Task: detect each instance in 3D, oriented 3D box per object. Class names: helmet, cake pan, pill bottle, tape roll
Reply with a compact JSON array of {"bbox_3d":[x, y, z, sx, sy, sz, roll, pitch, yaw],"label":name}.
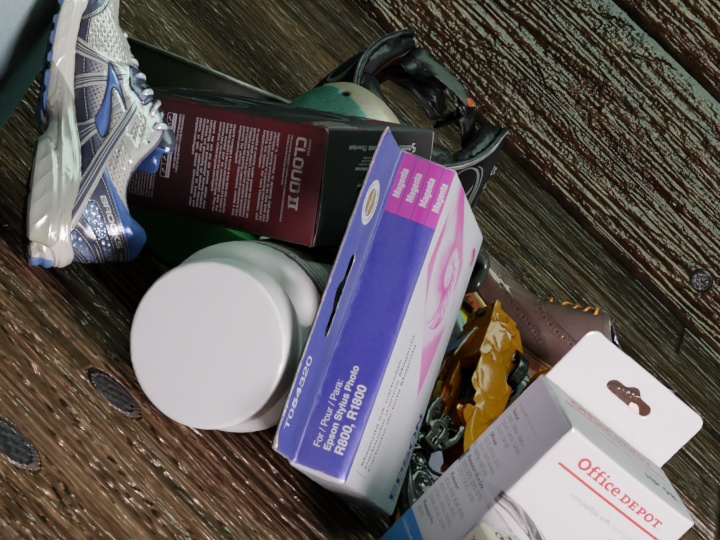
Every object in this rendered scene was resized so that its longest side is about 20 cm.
[{"bbox_3d":[0.021,-0.099,1.712,0.198,0.191,0.202,15,52,-20],"label":"helmet"},{"bbox_3d":[-0.135,-0.152,1.582,0.199,0.037,0.200,22,2,-1],"label":"cake pan"},{"bbox_3d":[-0.062,0.038,1.158,0.114,0.114,0.200,45,12,9],"label":"pill bottle"},{"bbox_3d":[-0.146,-0.072,1.408,0.200,0.048,0.201,42,12,-11],"label":"tape roll"}]

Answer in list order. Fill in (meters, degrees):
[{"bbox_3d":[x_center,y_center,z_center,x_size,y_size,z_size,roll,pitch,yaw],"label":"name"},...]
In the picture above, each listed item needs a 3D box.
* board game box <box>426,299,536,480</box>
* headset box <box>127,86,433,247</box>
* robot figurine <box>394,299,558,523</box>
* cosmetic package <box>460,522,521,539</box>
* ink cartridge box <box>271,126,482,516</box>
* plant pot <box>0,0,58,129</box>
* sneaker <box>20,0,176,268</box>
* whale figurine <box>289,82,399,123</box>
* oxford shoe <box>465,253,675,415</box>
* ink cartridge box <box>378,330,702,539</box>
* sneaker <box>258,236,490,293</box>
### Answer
[{"bbox_3d":[0.102,0.116,1.450,0.200,0.103,0.105,38,13,-24],"label":"board game box"},{"bbox_3d":[-0.057,-0.068,1.220,0.198,0.078,0.148,11,9,28],"label":"headset box"},{"bbox_3d":[0.087,0.128,1.293,0.145,0.058,0.201,40,50,-19],"label":"robot figurine"},{"bbox_3d":[0.093,0.243,1.002,0.071,0.105,0.200,30,17,-42],"label":"cosmetic package"},{"bbox_3d":[0.017,0.038,1.144,0.043,0.198,0.200,17,-10,14],"label":"ink cartridge box"},{"bbox_3d":[-0.262,-0.215,1.154,0.196,0.200,0.196,45,13,3],"label":"plant pot"},{"bbox_3d":[-0.154,-0.094,1.152,0.084,0.202,0.077,8,-15,-12],"label":"sneaker"},{"bbox_3d":[-0.024,-0.048,1.519,0.103,0.202,0.159,-18,37,-28],"label":"whale figurine"},{"bbox_3d":[0.150,0.045,1.420,0.200,0.073,0.071,45,13,4],"label":"oxford shoe"},{"bbox_3d":[0.117,0.149,1.160,0.116,0.200,0.067,37,14,-25],"label":"ink cartridge box"},{"bbox_3d":[0.000,0.000,1.336,0.085,0.198,0.075,-150,-134,-64],"label":"sneaker"}]
